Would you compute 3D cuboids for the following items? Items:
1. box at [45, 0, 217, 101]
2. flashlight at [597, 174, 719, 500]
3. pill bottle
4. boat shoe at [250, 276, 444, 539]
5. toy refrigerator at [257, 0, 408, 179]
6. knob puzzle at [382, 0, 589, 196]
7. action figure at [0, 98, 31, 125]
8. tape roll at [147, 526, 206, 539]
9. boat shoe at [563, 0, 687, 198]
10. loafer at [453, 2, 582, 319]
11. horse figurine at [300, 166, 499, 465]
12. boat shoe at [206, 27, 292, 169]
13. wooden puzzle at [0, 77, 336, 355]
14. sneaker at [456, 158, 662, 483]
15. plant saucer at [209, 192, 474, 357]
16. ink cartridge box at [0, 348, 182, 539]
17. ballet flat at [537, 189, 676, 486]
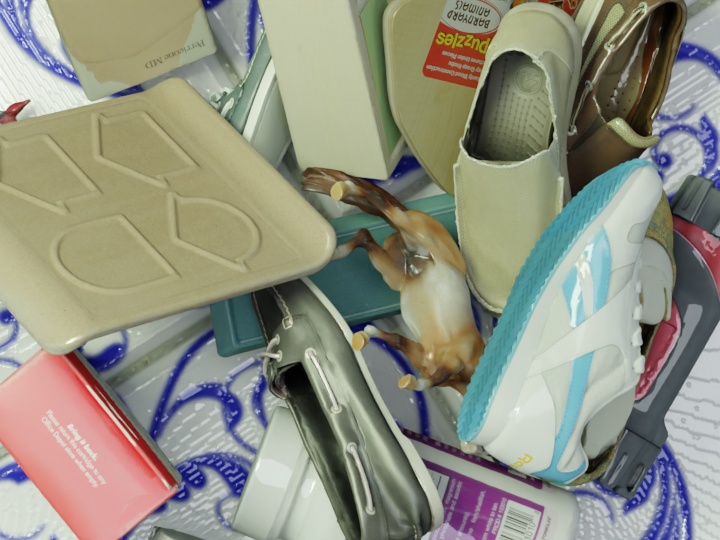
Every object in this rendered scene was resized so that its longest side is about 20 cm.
[{"bbox_3d":[-0.161,-0.211,1.614,0.095,0.200,0.078,-23,44,-4],"label":"box"},{"bbox_3d":[0.187,0.039,1.686,0.068,0.068,0.200,31,90,-43],"label":"flashlight"},{"bbox_3d":[0.026,0.157,1.647,0.199,0.112,0.113,21,87,-1],"label":"pill bottle"},{"bbox_3d":[-0.022,0.080,1.579,0.057,0.067,0.200,-24,68,-23],"label":"boat shoe"},{"bbox_3d":[-0.012,-0.158,1.613,0.070,0.200,0.076,7,43,24],"label":"toy refrigerator"},{"bbox_3d":[0.084,-0.144,1.659,0.219,0.030,0.220,-19,123,-32],"label":"knob puzzle"},{"bbox_3d":[-0.269,-0.057,1.624,0.200,0.149,0.134,-40,98,-32],"label":"action figure"},{"bbox_3d":[-0.038,0.208,1.598,0.202,0.203,0.037,22,87,-2],"label":"tape roll"},{"bbox_3d":[0.149,-0.089,1.660,0.075,0.075,0.203,10,102,-31],"label":"boat shoe"},{"bbox_3d":[0.090,-0.062,1.626,0.075,0.068,0.201,9,106,22],"label":"loafer"},{"bbox_3d":[0.032,0.017,1.614,0.050,0.132,0.200,-35,63,27],"label":"horse figurine"},{"bbox_3d":[-0.079,-0.091,1.673,0.062,0.073,0.201,21,90,22],"label":"boat shoe"},{"bbox_3d":[-0.144,-0.028,1.571,0.200,0.046,0.185,-20,49,-33],"label":"wooden puzzle"},{"bbox_3d":[0.133,0.028,1.574,0.081,0.076,0.200,29,81,-12],"label":"sneaker"},{"bbox_3d":[0.000,0.000,1.667,0.199,0.019,0.070,-13,100,-21],"label":"plant saucer"},{"bbox_3d":[-0.167,0.105,1.596,0.067,0.200,0.116,-39,89,-4],"label":"ink cartridge box"},{"bbox_3d":[0.156,0.039,1.628,0.071,0.071,0.201,20,92,-2],"label":"ballet flat"}]
